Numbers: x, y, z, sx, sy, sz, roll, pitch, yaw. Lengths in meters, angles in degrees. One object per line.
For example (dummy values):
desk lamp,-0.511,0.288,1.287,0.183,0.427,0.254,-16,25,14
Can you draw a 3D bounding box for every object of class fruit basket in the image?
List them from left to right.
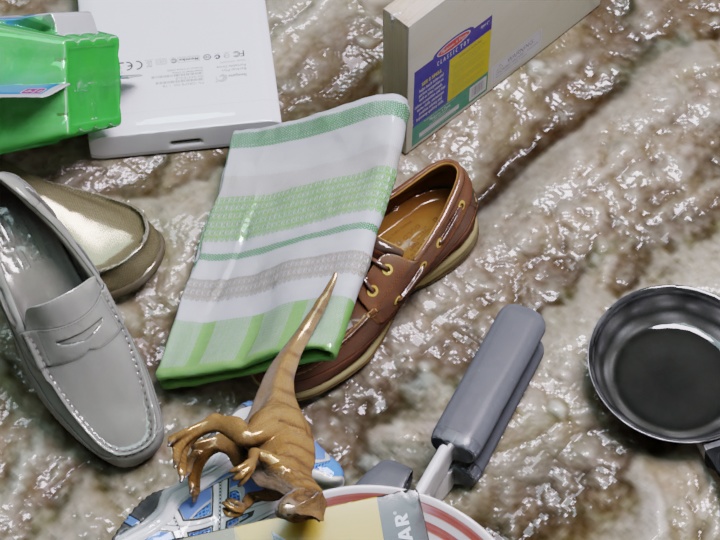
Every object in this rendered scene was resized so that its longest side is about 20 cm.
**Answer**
fruit basket,-0.263,-0.128,1.453,0.199,0.185,0.094,7,99,13

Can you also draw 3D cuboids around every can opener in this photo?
can opener,0.052,0.101,1.366,0.066,0.053,0.200,25,58,18

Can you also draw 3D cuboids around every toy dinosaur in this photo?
toy dinosaur,-0.052,0.092,1.279,0.106,0.061,0.200,-12,36,4

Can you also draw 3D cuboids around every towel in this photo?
towel,-0.050,-0.021,1.420,0.149,0.031,0.200,-14,45,37

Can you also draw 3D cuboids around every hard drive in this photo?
hard drive,-0.131,-0.169,1.573,0.131,0.027,0.200,-6,56,-4

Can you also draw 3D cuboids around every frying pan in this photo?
frying pan,0.223,0.085,1.390,0.115,0.031,0.190,-35,65,-22

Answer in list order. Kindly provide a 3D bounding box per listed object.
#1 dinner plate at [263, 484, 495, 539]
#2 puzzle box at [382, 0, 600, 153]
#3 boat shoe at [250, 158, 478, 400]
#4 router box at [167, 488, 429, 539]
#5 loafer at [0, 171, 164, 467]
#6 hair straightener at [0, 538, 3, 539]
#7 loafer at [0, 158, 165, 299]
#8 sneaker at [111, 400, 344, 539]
dinner plate,0.005,0.223,1.272,0.199,0.024,0.201,1,74,-2
puzzle box,0.092,-0.179,1.516,0.200,0.133,0.025,-38,63,-24
boat shoe,0.001,0.000,1.428,0.072,0.068,0.200,35,62,22
router box,-0.024,0.234,1.229,0.157,0.052,0.201,-12,76,-6
loafer,-0.184,0.030,1.375,0.070,0.070,0.200,-32,85,-14
hair straightener,-0.281,0.157,1.334,0.199,0.041,0.077,17,57,12
loafer,-0.226,-0.031,1.450,0.199,0.068,0.076,8,55,6
sneaker,-0.087,0.161,1.309,0.077,0.076,0.200,27,60,23
